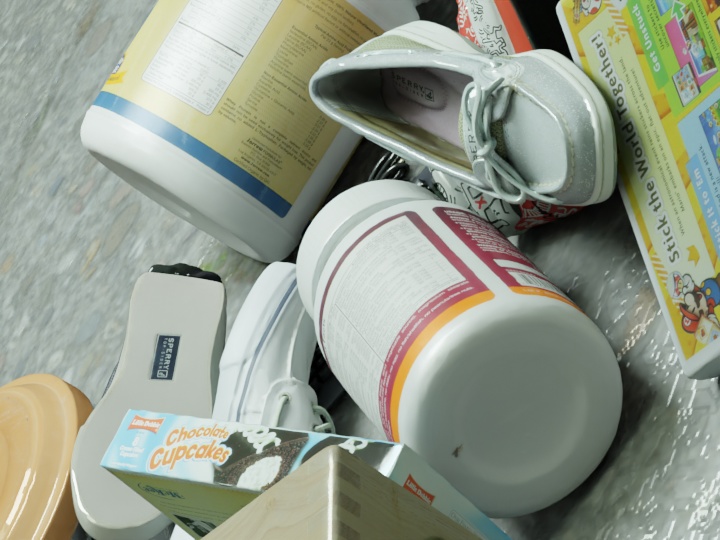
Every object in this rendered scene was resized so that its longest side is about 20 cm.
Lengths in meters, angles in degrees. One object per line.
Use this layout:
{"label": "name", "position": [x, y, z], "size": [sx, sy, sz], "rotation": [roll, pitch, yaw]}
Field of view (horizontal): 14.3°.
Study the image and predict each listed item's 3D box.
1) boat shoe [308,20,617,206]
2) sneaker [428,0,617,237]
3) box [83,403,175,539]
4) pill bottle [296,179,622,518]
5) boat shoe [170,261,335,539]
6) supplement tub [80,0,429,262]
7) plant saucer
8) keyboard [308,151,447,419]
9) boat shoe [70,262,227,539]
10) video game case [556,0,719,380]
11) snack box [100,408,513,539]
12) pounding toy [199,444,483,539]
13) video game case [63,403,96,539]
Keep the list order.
{"label": "boat shoe", "position": [0.051, -0.073, 1.383], "size": [0.065, 0.075, 0.202], "rotation": [-18, 27, -27]}
{"label": "sneaker", "position": [0.065, -0.116, 1.477], "size": [0.108, 0.067, 0.202], "rotation": [-31, 72, 46]}
{"label": "box", "position": [-0.167, 0.191, 1.609], "size": [0.158, 0.048, 0.200], "rotation": [-48, 29, 15]}
{"label": "pill bottle", "position": [0.041, 0.031, 1.388], "size": [0.110, 0.109, 0.200], "rotation": [-52, 27, 6]}
{"label": "boat shoe", "position": [-0.043, 0.095, 1.510], "size": [0.067, 0.074, 0.201], "rotation": [11, 74, 18]}
{"label": "supplement tub", "position": [-0.055, -0.122, 1.665], "size": [0.200, 0.145, 0.145], "rotation": [-58, 28, -6]}
{"label": "plant saucer", "position": [-0.223, 0.144, 1.614], "size": [0.200, 0.032, 0.201], "rotation": [-38, 31, 28]}
{"label": "keyboard", "position": [0.000, 0.000, 1.583], "size": [0.200, 0.021, 0.127], "rotation": [-50, 28, 9]}
{"label": "boat shoe", "position": [-0.109, 0.095, 1.574], "size": [0.200, 0.074, 0.093], "rotation": [-74, -11, -46]}
{"label": "video game case", "position": [0.173, -0.080, 1.268], "size": [0.182, 0.023, 0.201], "rotation": [-41, 58, 45]}
{"label": "snack box", "position": [-0.020, 0.116, 1.351], "size": [0.200, 0.116, 0.037], "rotation": [4, 59, 48]}
{"label": "pounding toy", "position": [-0.003, 0.181, 1.216], "size": [0.200, 0.184, 0.142], "rotation": [-38, 33, 30]}
{"label": "video game case", "position": [-0.221, 0.189, 1.617], "size": [0.200, 0.023, 0.183], "rotation": [-40, 31, 28]}
